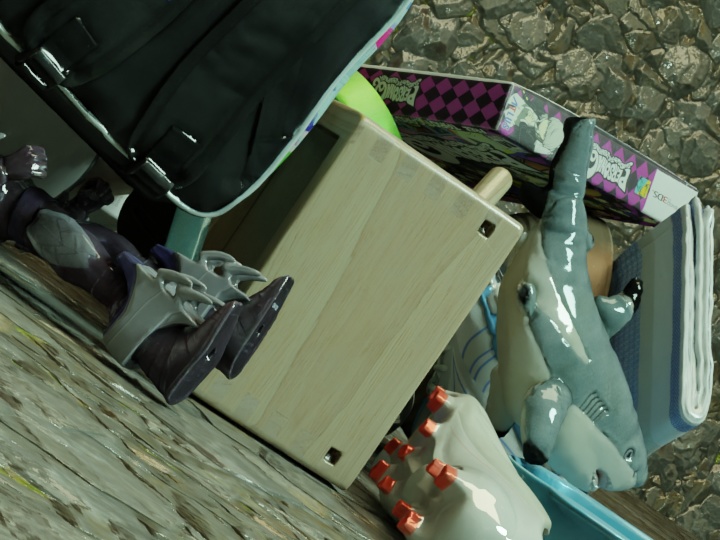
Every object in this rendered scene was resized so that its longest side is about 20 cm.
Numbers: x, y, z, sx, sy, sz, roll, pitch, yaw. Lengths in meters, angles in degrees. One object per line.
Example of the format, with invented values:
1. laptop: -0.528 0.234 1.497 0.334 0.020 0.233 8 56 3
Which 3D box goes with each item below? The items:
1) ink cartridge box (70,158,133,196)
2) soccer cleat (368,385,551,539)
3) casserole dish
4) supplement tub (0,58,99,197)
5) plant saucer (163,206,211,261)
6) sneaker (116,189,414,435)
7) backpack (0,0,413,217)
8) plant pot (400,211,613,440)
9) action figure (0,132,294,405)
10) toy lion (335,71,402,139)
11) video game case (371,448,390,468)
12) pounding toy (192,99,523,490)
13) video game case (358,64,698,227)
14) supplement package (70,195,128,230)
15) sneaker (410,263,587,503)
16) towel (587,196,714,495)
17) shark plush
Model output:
1. ink cartridge box: -0.132 -0.148 1.348 0.083 0.201 0.146 -6 -2 -33
2. soccer cleat: 0.052 0.114 1.146 0.078 0.069 0.200 39 7 -9
3. casserole dish: 0.125 0.148 1.260 0.121 0.039 0.200 34 2 13
4. supplement tub: -0.204 -0.103 1.251 0.122 0.123 0.200 34 1 -20
5. plant saucer: -0.080 -0.044 1.203 0.019 0.070 0.200 15 43 -3
6. sneaker: -0.051 0.011 1.365 0.200 0.076 0.115 39 18 -7
7. backpack: -0.074 -0.146 1.098 0.178 0.200 0.151 45 -4 -23
8. plant pot: 0.072 0.038 1.495 0.093 0.201 0.201 26 3 -13
9. action figure: -0.135 -0.017 1.073 0.200 0.070 0.130 31 7 14
10. toy lion: -0.046 -0.089 1.483 0.200 0.069 0.192 4 -65 54
11. video game case: 0.114 0.176 1.273 0.182 0.022 0.200 34 2 -29
12. pounding toy: 0.000 0.000 1.225 0.142 0.184 0.200 34 1 -16
13. video game case: 0.084 -0.080 1.495 0.181 0.036 0.200 25 -8 -40
14. supplement package: -0.213 -0.125 1.461 0.200 0.120 0.121 34 -14 -25
15. sneaker: 0.064 0.067 1.368 0.075 0.086 0.201 -66 138 -72
16. towel: 0.157 0.060 1.426 0.024 0.147 0.200 15 -29 -18
17. shark plush: 0.114 0.020 1.277 0.083 0.201 0.091 -2 -5 -12
